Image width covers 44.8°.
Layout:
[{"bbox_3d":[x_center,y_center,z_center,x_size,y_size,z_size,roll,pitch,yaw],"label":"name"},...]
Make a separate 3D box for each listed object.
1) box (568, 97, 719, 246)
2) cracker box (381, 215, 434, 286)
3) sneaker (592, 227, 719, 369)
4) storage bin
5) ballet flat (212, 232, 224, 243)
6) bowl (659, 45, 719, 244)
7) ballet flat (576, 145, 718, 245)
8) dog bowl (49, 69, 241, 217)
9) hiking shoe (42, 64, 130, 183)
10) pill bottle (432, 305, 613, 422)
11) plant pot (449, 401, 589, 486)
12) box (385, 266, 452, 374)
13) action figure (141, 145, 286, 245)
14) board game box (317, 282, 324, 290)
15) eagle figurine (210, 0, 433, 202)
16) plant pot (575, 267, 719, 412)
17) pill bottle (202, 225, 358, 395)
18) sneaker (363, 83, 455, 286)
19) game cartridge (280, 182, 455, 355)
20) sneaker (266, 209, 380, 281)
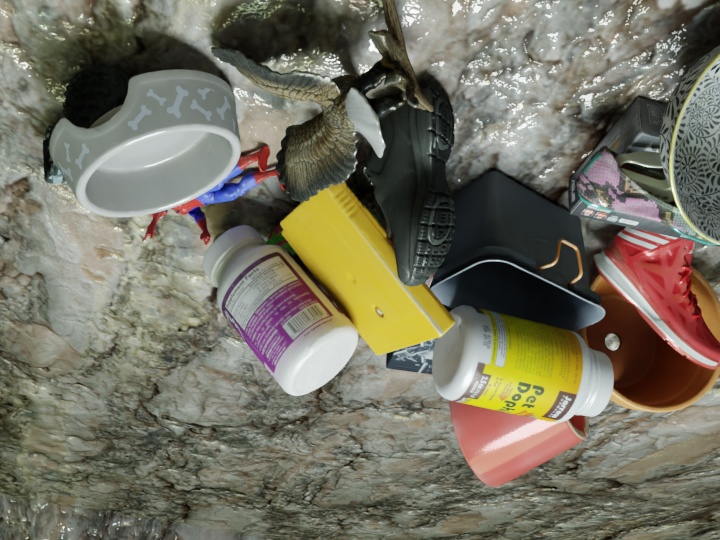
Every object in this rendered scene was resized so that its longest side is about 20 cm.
[{"bbox_3d":[0.350,-0.101,0.951,0.197,0.049,0.159,11,151,-12],"label":"box"},{"bbox_3d":[0.052,-0.022,1.050,0.057,0.136,0.201,8,151,-4],"label":"cracker box"},{"bbox_3d":[0.387,0.018,1.049,0.200,0.078,0.116,41,110,0],"label":"sneaker"},{"bbox_3d":[0.189,-0.023,1.027,0.198,0.136,0.145,22,147,-30],"label":"storage bin"},{"bbox_3d":[-0.149,0.010,1.215,0.075,0.068,0.201,41,168,36],"label":"ballet flat"},{"bbox_3d":[0.349,-0.132,0.811,0.197,0.094,0.204,-5,112,-13],"label":"bowl"},{"bbox_3d":[0.315,-0.079,0.888,0.197,0.070,0.072,15,130,-17],"label":"ballet flat"},{"bbox_3d":[-0.212,-0.122,0.897,0.197,0.059,0.200,-21,164,-7],"label":"dog bowl"},{"bbox_3d":[-0.276,-0.156,0.942,0.086,0.076,0.199,1,161,-37],"label":"hiking shoe"},{"bbox_3d":[0.190,0.113,1.019,0.197,0.111,0.109,14,150,-16],"label":"pill bottle"},{"bbox_3d":[0.269,0.237,1.447,0.176,0.203,0.200,-24,142,26],"label":"plant pot"},{"bbox_3d":[0.150,0.073,1.239,0.196,0.106,0.183,8,153,-6],"label":"box"},{"bbox_3d":[-0.183,-0.073,1.038,0.197,0.100,0.065,-12,147,32],"label":"action figure"},{"bbox_3d":[-0.049,0.056,1.229,0.134,0.035,0.200,-32,167,-29],"label":"board game box"},{"bbox_3d":[-0.036,-0.157,0.831,0.197,0.154,0.151,-14,167,21],"label":"eagle figurine"},{"bbox_3d":[0.362,0.087,1.165,0.196,0.204,0.140,8,169,-7],"label":"plant pot"},{"bbox_3d":[-0.102,0.042,1.048,0.112,0.200,0.113,-34,154,-19],"label":"pill bottle"},{"bbox_3d":[0.047,-0.085,0.892,0.089,0.204,0.076,-1,172,29],"label":"sneaker"},{"bbox_3d":[0.000,0.000,0.973,0.201,0.032,0.176,53,155,-5],"label":"game cartridge"},{"bbox_3d":[-0.040,-0.033,1.106,0.198,0.078,0.084,-10,141,46],"label":"sneaker"}]
